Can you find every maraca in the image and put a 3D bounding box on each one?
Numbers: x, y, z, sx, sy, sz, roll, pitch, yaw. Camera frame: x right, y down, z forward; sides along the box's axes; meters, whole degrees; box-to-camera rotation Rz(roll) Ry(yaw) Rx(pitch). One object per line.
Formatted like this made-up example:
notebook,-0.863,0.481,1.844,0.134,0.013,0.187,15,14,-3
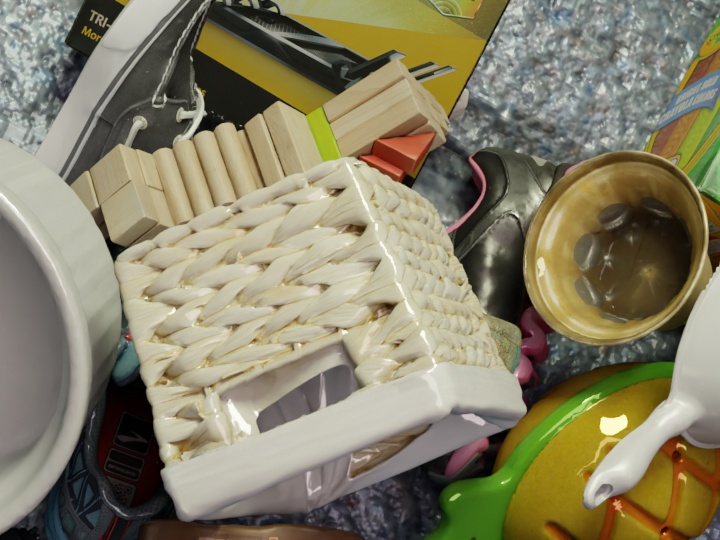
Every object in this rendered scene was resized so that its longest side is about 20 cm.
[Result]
maraca,0.117,0.123,1.059,0.200,0.107,0.137,-29,128,-15

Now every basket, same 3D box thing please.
basket,-0.016,0.035,0.908,0.135,0.200,0.124,-23,79,11

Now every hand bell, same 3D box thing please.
hand bell,0.182,0.017,1.076,0.200,0.104,0.104,28,72,-52

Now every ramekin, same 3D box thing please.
ramekin,-0.209,0.026,0.915,0.200,0.098,0.201,3,104,11

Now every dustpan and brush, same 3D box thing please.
dustpan and brush,0.182,0.058,0.997,0.200,0.057,0.140,-48,137,-35

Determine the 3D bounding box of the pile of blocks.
pile of blocks,-0.044,-0.036,0.974,0.200,0.082,0.062,-17,59,-6

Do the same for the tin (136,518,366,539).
tin,-0.045,0.149,0.967,0.112,0.200,0.042,6,77,8

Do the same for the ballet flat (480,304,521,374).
ballet flat,0.000,0.000,1.039,0.200,0.071,0.071,36,74,13

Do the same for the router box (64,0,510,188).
router box,-0.031,-0.145,1.034,0.200,0.052,0.157,27,103,-2

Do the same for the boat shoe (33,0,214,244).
boat shoe,-0.110,-0.081,0.991,0.068,0.072,0.200,35,119,-3

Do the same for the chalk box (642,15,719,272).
chalk box,0.256,-0.087,1.122,0.124,0.124,0.200,33,74,-10

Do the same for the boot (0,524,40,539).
boot,-0.193,0.244,0.971,0.168,0.076,0.200,-25,84,-14

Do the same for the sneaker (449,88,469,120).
sneaker,-0.001,-0.174,1.086,0.081,0.075,0.200,-15,90,-6

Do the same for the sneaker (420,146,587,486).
sneaker,0.064,0.020,1.089,0.095,0.079,0.200,21,76,10

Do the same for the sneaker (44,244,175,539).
sneaker,-0.102,0.055,1.001,0.079,0.096,0.200,15,63,-15
